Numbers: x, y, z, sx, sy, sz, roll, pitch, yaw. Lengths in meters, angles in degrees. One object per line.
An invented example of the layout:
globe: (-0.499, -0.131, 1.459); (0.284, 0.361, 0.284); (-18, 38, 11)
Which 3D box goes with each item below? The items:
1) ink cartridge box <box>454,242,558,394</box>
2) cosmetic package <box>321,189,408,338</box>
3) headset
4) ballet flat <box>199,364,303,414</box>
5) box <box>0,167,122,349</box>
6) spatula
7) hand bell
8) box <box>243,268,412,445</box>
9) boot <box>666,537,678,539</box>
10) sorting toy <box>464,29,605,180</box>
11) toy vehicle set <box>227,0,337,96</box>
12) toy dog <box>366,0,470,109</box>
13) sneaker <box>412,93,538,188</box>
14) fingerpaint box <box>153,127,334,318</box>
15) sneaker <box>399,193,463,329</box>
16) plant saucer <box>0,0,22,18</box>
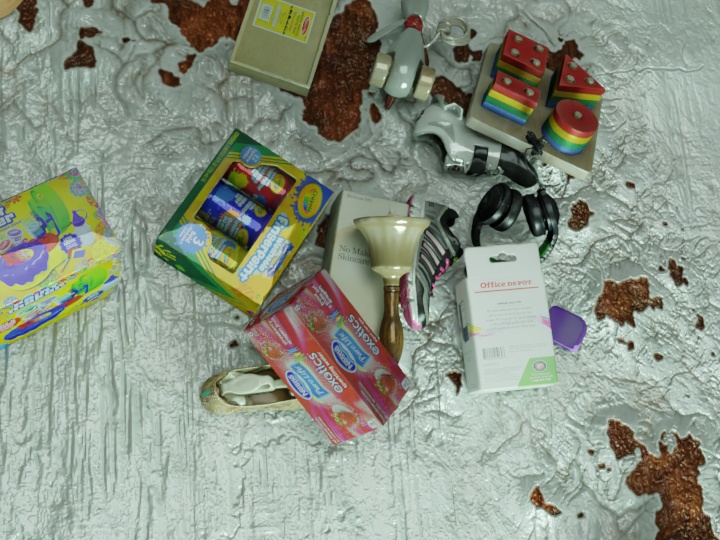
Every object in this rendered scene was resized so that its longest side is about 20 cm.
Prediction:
ink cartridge box: (0.201, 0.067, 1.611); (0.117, 0.067, 0.201); (-4, 81, -10)
cosmetic package: (0.000, 0.000, 1.595); (0.103, 0.073, 0.201); (11, 72, -11)
headset: (0.227, -0.094, 1.643); (0.123, 0.201, 0.094); (7, 30, -11)
ballet flat: (-0.112, 0.152, 1.523); (0.199, 0.065, 0.071); (-11, 75, -17)
box: (-0.416, -0.006, 1.429); (0.200, 0.193, 0.122); (-28, 81, -20)
spatula: (0.238, 0.046, 1.666); (0.200, 0.021, 0.057); (33, 70, -1)
hand bell: (0.042, 0.032, 1.526); (0.104, 0.104, 0.201); (1, 86, -14)
box: (-0.040, 0.113, 1.480); (0.200, 0.100, 0.096); (53, 42, -11)
boot: (0.373, 0.465, 1.552); (0.174, 0.069, 0.201); (-13, 72, -12)
sorting toy: (0.273, -0.257, 1.706); (0.198, 0.070, 0.200); (24, 45, -5)
toy vehicle set: (-0.110, -0.368, 1.709); (0.124, 0.027, 0.201); (19, 69, -8)
toy dog: (0.067, -0.318, 1.718); (0.132, 0.096, 0.200); (35, 53, 2)
sneaker: (0.165, -0.167, 1.694); (0.200, 0.074, 0.089); (35, 73, 7)
fingerpaint box: (-0.159, -0.066, 1.576); (0.167, 0.073, 0.200); (34, 68, -2)
sneaker: (0.103, -0.012, 1.623); (0.087, 0.074, 0.201); (6, 67, -6)
plant saucer: (-0.562, -0.440, 1.615); (0.199, 0.037, 0.201); (4, 72, -13)
